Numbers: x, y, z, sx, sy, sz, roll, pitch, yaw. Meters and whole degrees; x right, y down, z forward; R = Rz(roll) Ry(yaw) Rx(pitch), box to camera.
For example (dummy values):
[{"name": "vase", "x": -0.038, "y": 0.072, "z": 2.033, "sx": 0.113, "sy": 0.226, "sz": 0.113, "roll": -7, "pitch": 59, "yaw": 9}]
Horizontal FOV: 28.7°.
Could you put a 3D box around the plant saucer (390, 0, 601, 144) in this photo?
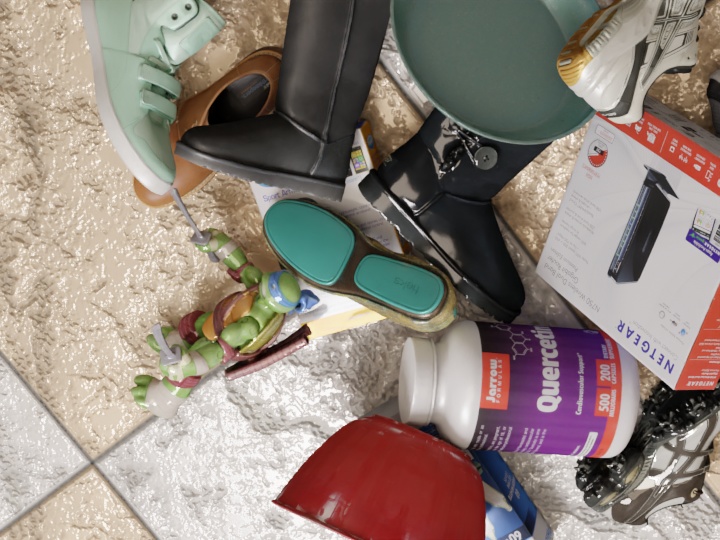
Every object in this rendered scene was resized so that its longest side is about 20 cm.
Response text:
[{"name": "plant saucer", "x": 0.112, "y": -0.188, "z": 1.155, "sx": 0.199, "sy": 0.201, "sz": 0.036, "roll": 38, "pitch": 151, "yaw": -3}]

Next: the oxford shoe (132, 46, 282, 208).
[{"name": "oxford shoe", "x": -0.143, "y": -0.125, "z": 1.268, "sx": 0.071, "sy": 0.071, "sz": 0.200, "roll": 45, "pitch": 113, "yaw": -7}]

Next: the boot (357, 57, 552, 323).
[{"name": "boot", "x": 0.120, "y": -0.070, "z": 1.225, "sx": 0.168, "sy": 0.077, "sz": 0.200, "roll": -43, "pitch": 108, "yaw": 12}]

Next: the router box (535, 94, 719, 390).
[{"name": "router box", "x": 0.246, "y": -0.030, "z": 1.158, "sx": 0.048, "sy": 0.200, "sz": 0.181, "roll": 3, "pitch": 116, "yaw": -33}]

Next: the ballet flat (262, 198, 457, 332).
[{"name": "ballet flat", "x": 0.000, "y": 0.000, "z": 1.237, "sx": 0.199, "sy": 0.071, "sz": 0.071, "roll": 26, "pitch": 113, "yaw": 25}]

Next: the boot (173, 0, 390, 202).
[{"name": "boot", "x": -0.060, "y": -0.173, "z": 1.181, "sx": 0.164, "sy": 0.066, "sz": 0.202, "roll": 10, "pitch": 100, "yaw": -34}]

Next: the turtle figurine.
[{"name": "turtle figurine", "x": -0.157, "y": 0.036, "z": 1.269, "sx": 0.194, "sy": 0.199, "sz": 0.145, "roll": -43, "pitch": 57, "yaw": 40}]

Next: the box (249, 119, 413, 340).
[{"name": "box", "x": -0.025, "y": -0.046, "z": 1.287, "sx": 0.118, "sy": 0.041, "sz": 0.202, "roll": -15, "pitch": 102, "yaw": 16}]

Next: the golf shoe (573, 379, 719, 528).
[{"name": "golf shoe", "x": 0.291, "y": 0.157, "z": 1.278, "sx": 0.094, "sy": 0.078, "sz": 0.200, "roll": 38, "pitch": 115, "yaw": -21}]

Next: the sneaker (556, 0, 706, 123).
[{"name": "sneaker", "x": 0.248, "y": -0.205, "z": 1.140, "sx": 0.088, "sy": 0.076, "sz": 0.200, "roll": 43, "pitch": 86, "yaw": -16}]

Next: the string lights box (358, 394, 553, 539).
[{"name": "string lights box", "x": 0.088, "y": 0.207, "z": 1.336, "sx": 0.102, "sy": 0.059, "sz": 0.201, "roll": -32, "pitch": 99, "yaw": 19}]

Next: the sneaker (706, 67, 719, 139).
[{"name": "sneaker", "x": 0.307, "y": -0.062, "z": 1.176, "sx": 0.113, "sy": 0.076, "sz": 0.201, "roll": -26, "pitch": 105, "yaw": -1}]

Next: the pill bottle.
[{"name": "pill bottle", "x": 0.137, "y": 0.104, "z": 1.237, "sx": 0.198, "sy": 0.113, "sz": 0.114, "roll": 4, "pitch": 110, "yaw": -9}]

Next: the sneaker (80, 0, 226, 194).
[{"name": "sneaker", "x": -0.168, "y": -0.175, "z": 1.225, "sx": 0.117, "sy": 0.074, "sz": 0.202, "roll": -20, "pitch": 76, "yaw": 15}]

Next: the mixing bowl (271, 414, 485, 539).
[{"name": "mixing bowl", "x": 0.033, "y": 0.195, "z": 1.228, "sx": 0.199, "sy": 0.200, "sz": 0.109, "roll": 24, "pitch": 80, "yaw": 3}]
